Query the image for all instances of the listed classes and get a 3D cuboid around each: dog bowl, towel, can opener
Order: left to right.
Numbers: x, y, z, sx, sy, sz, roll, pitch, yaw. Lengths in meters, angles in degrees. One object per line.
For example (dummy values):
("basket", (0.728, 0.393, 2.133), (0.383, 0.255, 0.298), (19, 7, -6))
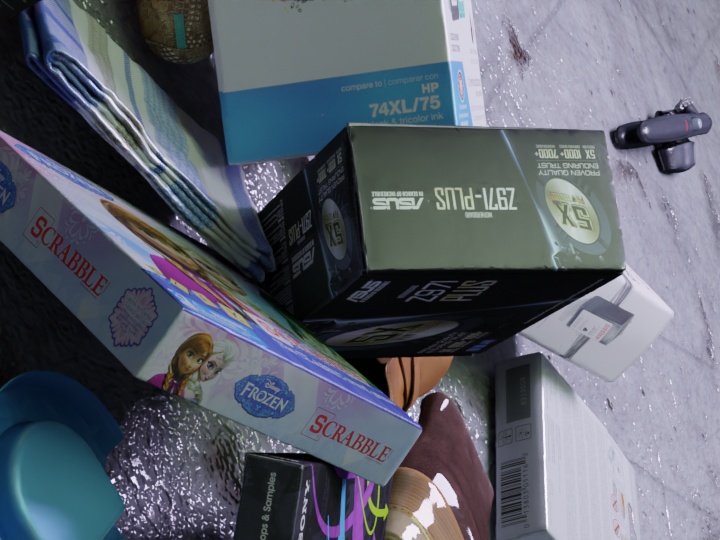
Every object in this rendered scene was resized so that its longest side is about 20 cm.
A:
("dog bowl", (-0.137, 0.146, 0.805), (0.201, 0.049, 0.112), (61, 29, -15))
("towel", (-0.125, -0.091, 0.958), (0.200, 0.024, 0.147), (46, 12, -35))
("can opener", (0.336, -0.151, 1.822), (0.200, 0.063, 0.079), (-4, 76, -61))

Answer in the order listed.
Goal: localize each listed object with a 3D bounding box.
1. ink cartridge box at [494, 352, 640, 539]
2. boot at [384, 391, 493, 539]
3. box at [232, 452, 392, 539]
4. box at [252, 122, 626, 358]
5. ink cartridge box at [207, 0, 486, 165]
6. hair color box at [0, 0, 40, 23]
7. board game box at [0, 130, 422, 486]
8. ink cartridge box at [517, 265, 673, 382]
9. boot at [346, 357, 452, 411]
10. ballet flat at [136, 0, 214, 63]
("ink cartridge box", (0.169, 0.184, 1.332), (0.200, 0.047, 0.161), (48, 34, -43))
("boot", (0.075, 0.199, 1.119), (0.201, 0.072, 0.167), (62, 27, -17))
("box", (-0.028, 0.170, 0.885), (0.200, 0.036, 0.144), (21, 77, -73))
("box", (0.034, -0.011, 0.983), (0.163, 0.200, 0.087), (0, 73, -24))
("ink cartridge box", (-0.010, -0.177, 1.043), (0.147, 0.145, 0.202), (-31, 114, -77))
("hair color box", (-0.214, -0.239, 0.914), (0.101, 0.061, 0.201), (41, 38, -42))
("board game box", (-0.090, 0.018, 0.857), (0.199, 0.041, 0.200), (38, 4, 40))
("ink cartridge box", (0.137, -0.007, 1.295), (0.200, 0.085, 0.146), (30, 16, -52))
("boot", (0.000, 0.000, 1.135), (0.155, 0.076, 0.201), (-48, 121, -55))
("ballet flat", (-0.113, -0.229, 1.067), (0.065, 0.070, 0.201), (94, -11, -64))
